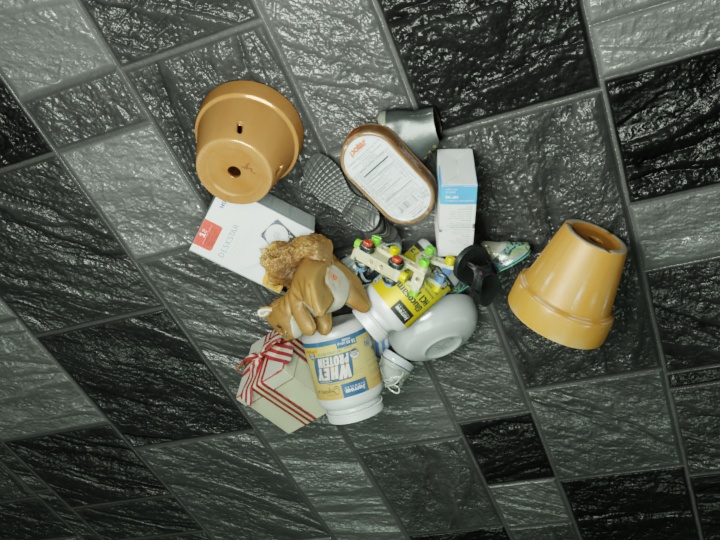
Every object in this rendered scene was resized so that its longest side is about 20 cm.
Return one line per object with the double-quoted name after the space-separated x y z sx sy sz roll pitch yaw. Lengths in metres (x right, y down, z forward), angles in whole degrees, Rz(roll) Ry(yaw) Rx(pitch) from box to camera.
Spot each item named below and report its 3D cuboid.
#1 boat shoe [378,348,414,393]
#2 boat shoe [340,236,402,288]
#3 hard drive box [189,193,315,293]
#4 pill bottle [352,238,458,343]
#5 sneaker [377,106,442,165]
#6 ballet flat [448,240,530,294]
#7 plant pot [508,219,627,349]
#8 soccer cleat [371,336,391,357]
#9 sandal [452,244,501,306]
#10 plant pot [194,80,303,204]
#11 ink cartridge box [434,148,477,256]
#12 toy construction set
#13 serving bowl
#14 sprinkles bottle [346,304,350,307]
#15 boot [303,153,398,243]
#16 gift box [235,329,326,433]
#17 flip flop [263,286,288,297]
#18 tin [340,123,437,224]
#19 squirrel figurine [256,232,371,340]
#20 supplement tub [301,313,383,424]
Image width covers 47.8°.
0.065 0.228 1.771 0.074 0.087 0.202 31 170 10 "boat shoe"
0.001 0.000 1.604 0.200 0.072 0.070 -41 108 9 "boat shoe"
-0.210 -0.072 1.590 0.198 0.077 0.157 26 113 -13 "hard drive box"
0.084 0.043 1.570 0.200 0.113 0.113 -42 119 2 "pill bottle"
0.101 -0.194 1.452 0.105 0.075 0.202 -3 130 17 "sneaker"
0.237 -0.018 1.598 0.199 0.075 0.074 -32 120 28 "ballet flat"
0.403 0.014 1.526 0.198 0.201 0.185 17 117 -6 "plant pot"
0.051 0.124 1.744 0.085 0.070 0.200 13 137 -26 "soccer cleat"
0.229 0.013 1.505 0.076 0.048 0.200 -51 144 -3 "sandal"
-0.210 -0.214 1.446 0.197 0.141 0.202 5 132 6 "plant pot"
0.172 -0.107 1.489 0.066 0.117 0.202 -1 131 1 "ink cartridge box"
0.061 -0.018 1.467 0.198 0.131 0.093 15 113 28 "toy construction set"
0.159 0.131 1.681 0.198 0.066 0.201 -18 149 -11 "serving bowl"
-0.030 0.033 1.686 0.199 0.069 0.068 30 130 -17 "sprinkles bottle"
-0.020 -0.127 1.527 0.070 0.200 0.132 -43 161 8 "boot"
-0.159 0.235 1.805 0.184 0.201 0.186 -36 117 28 "gift box"
-0.147 0.035 1.710 0.199 0.081 0.058 34 94 -10 "flip flop"
0.050 -0.167 1.422 0.112 0.042 0.200 -39 107 23 "tin"
-0.113 0.034 1.543 0.186 0.141 0.202 -31 78 40 "squirrel figurine"
-0.034 0.204 1.700 0.143 0.145 0.203 -13 96 20 "supplement tub"
